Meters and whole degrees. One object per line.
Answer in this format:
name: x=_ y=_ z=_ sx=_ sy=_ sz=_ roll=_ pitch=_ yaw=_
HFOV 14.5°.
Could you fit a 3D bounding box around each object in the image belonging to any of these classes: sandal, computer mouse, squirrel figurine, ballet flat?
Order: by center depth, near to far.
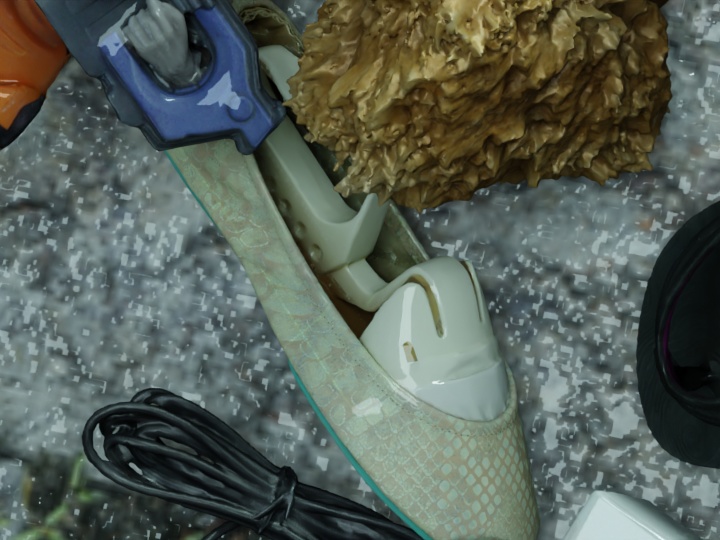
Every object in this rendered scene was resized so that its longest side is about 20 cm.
sandal: x=0.123 y=0.005 z=0.815 sx=0.048 sy=0.200 sz=0.076 roll=-14 pitch=75 yaw=-29
squirrel figurine: x=0.042 y=-0.118 z=0.838 sx=0.141 sy=0.187 sz=0.201 roll=-2 pitch=83 yaw=11
ballet flat: x=0.000 y=0.000 z=0.890 sx=0.200 sy=0.067 sz=0.062 roll=54 pitch=131 yaw=13
computer mouse: x=-0.055 y=0.148 z=0.907 sx=0.140 sy=0.046 sz=0.201 roll=23 pitch=94 yaw=-7

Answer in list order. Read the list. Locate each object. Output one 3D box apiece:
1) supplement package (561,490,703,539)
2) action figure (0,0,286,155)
supplement package: x=0.082 y=0.188 z=0.813 sx=0.151 sy=0.151 sz=0.201 roll=34 pitch=91 yaw=12
action figure: x=-0.113 y=-0.116 z=0.872 sx=0.193 sy=0.105 sz=0.201 roll=-24 pitch=108 yaw=9
